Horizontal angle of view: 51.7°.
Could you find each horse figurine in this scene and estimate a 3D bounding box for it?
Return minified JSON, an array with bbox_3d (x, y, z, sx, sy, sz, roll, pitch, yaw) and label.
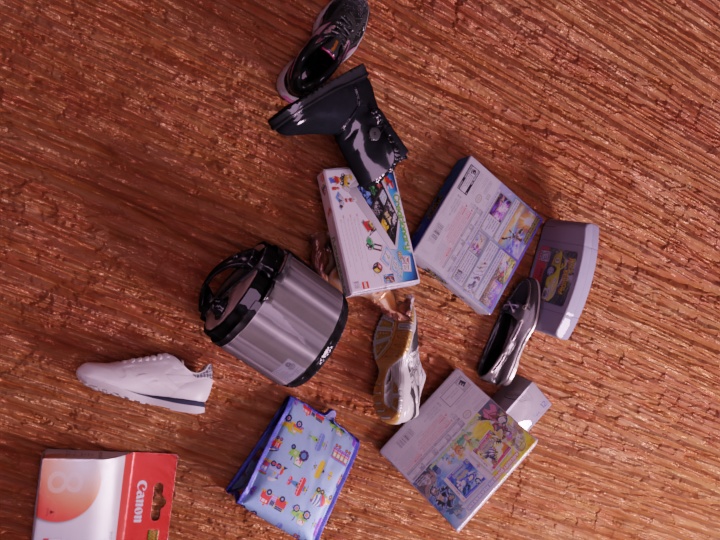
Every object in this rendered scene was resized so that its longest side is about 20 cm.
[{"bbox_3d":[0.000,0.000,1.201,0.198,0.050,0.134,15,78,-19],"label":"horse figurine"}]

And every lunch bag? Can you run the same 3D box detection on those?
[{"bbox_3d":[-0.096,0.312,1.202,0.150,0.094,0.201,35,75,-16],"label":"lunch bag"}]

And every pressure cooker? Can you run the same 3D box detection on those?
[{"bbox_3d":[-0.137,0.056,1.103,0.199,0.179,0.177,35,88,-20],"label":"pressure cooker"}]

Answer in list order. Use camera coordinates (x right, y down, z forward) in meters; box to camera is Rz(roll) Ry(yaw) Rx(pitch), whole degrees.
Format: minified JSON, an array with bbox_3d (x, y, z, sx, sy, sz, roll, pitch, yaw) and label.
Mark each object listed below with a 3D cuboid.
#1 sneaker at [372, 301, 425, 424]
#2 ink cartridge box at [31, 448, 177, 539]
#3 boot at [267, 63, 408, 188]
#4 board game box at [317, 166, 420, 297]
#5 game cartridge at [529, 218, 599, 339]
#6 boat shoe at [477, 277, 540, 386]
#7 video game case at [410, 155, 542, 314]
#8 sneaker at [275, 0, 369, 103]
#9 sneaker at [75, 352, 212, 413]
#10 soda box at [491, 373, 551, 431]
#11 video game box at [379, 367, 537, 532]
[{"bbox_3d":[0.070,0.155,1.251,0.087,0.075,0.202,14,81,-50],"label":"sneaker"},{"bbox_3d":[-0.385,0.358,1.122,0.198,0.050,0.164,7,94,-16],"label":"ink cartridge box"},{"bbox_3d":[-0.024,-0.197,1.109,0.200,0.076,0.169,-38,106,-35],"label":"boot"},{"bbox_3d":[0.013,-0.066,1.176,0.125,0.035,0.202,-8,81,-26],"label":"board game box"},{"bbox_3d":[0.345,0.012,1.285,0.041,0.133,0.202,14,91,-27],"label":"game cartridge"},{"bbox_3d":[0.261,0.106,1.303,0.057,0.067,0.202,15,95,-24],"label":"boat shoe"},{"bbox_3d":[0.193,-0.059,1.259,0.181,0.045,0.201,37,76,-18],"label":"video game case"},{"bbox_3d":[-0.045,-0.340,1.137,0.080,0.086,0.201,33,85,-21],"label":"sneaker"},{"bbox_3d":[-0.322,0.159,1.116,0.198,0.076,0.081,17,79,-24],"label":"sneaker"},{"bbox_3d":[0.242,0.280,1.316,0.200,0.068,0.064,-45,107,-8],"label":"soda box"},{"bbox_3d":[0.165,0.299,1.251,0.200,0.047,0.182,-44,65,-8],"label":"video game box"}]
